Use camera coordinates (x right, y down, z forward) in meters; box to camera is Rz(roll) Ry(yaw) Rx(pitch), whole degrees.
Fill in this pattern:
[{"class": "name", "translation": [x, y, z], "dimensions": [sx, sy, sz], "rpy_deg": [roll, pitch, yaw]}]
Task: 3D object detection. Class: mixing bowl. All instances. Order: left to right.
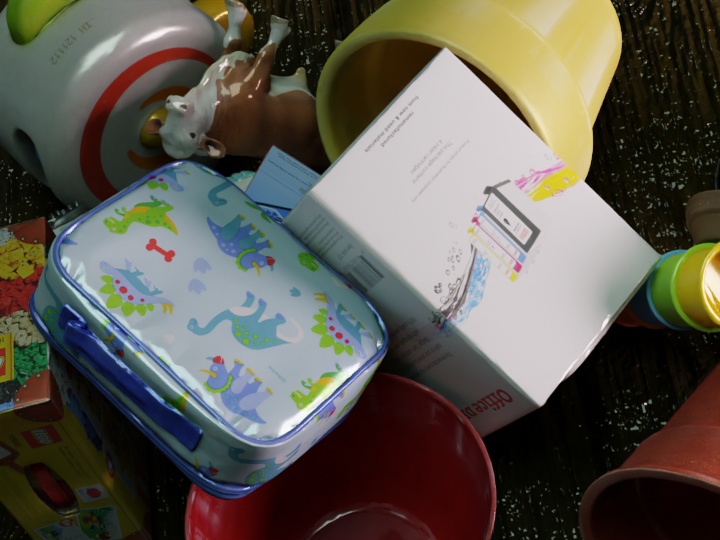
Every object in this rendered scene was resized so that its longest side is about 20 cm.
[{"class": "mixing bowl", "translation": [-0.005, 0.178, 1.131], "dimensions": [0.199, 0.109, 0.201], "rpy_deg": [-6, 53, 8]}]

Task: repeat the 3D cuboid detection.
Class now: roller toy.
[{"class": "roller toy", "translation": [-0.186, -0.137, 1.343], "dimensions": [0.199, 0.183, 0.140], "rpy_deg": [-6, 36, -45]}]

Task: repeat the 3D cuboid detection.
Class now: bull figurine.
[{"class": "bull figurine", "translation": [-0.072, -0.130, 1.310], "dimensions": [0.065, 0.199, 0.122], "rpy_deg": [26, 98, 42]}]

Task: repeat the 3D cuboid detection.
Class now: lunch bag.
[{"class": "lunch bag", "translation": [-0.097, 0.035, 1.087], "dimensions": [0.200, 0.083, 0.161], "rpy_deg": [40, 46, 10]}]

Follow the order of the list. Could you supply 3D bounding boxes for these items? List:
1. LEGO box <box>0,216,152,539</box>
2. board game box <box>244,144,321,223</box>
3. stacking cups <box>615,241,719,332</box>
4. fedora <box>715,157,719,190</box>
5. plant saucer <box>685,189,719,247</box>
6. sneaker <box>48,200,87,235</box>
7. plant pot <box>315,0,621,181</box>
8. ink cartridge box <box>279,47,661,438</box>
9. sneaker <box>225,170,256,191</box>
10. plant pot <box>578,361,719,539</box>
[{"class": "LEGO box", "translation": [-0.211, 0.086, 1.180], "dimensions": [0.077, 0.200, 0.150], "rpy_deg": [-14, 53, 6]}, {"class": "board game box", "translation": [0.000, 0.000, 1.238], "dimensions": [0.199, 0.019, 0.103], "rpy_deg": [32, 48, -6]}, {"class": "stacking cups", "translation": [0.203, 0.014, 1.162], "dimensions": [0.060, 0.200, 0.061], "rpy_deg": [1, 86, -19]}, {"class": "fedora", "translation": [0.356, -0.090, 1.254], "dimensions": [0.199, 0.092, 0.202], "rpy_deg": [-5, 55, 8]}, {"class": "plant saucer", "translation": [0.301, 0.007, 1.141], "dimensions": [0.199, 0.200, 0.030], "rpy_deg": [23, 79, 25]}, {"class": "sneaker", "translation": [-0.273, 0.027, 1.314], "dimensions": [0.199, 0.091, 0.066], "rpy_deg": [-24, 10, 19]}, {"class": "plant pot", "translation": [0.098, -0.138, 1.291], "dimensions": [0.200, 0.202, 0.189], "rpy_deg": [21, 48, 24]}, {"class": "ink cartridge box", "translation": [0.063, -0.010, 1.153], "dimensions": [0.200, 0.147, 0.145], "rpy_deg": [44, 67, -3]}, {"class": "sneaker", "translation": [-0.098, -0.009, 1.246], "dimensions": [0.086, 0.078, 0.200], "rpy_deg": [14, 40, 30]}, {"class": "plant pot", "translation": [0.269, 0.127, 1.073], "dimensions": [0.200, 0.201, 0.195], "rpy_deg": [25, 55, 25]}]
